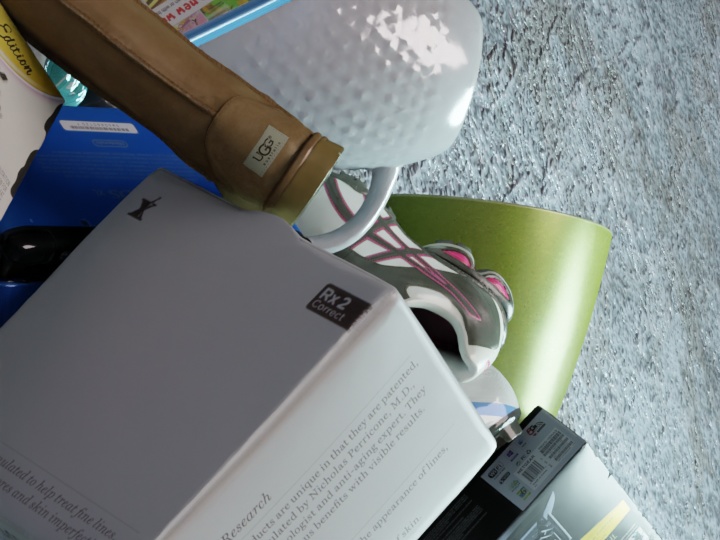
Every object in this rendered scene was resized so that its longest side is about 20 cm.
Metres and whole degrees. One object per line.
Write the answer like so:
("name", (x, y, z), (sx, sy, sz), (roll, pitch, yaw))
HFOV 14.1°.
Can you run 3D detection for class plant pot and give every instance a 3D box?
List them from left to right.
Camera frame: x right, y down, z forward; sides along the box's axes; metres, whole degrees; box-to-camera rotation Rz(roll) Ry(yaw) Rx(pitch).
("plant pot", (0.066, 0.063, 1.956), (0.187, 0.187, 0.200), (22, 73, -64))

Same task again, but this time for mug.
("mug", (-0.029, -0.107, 1.735), (0.148, 0.175, 0.200), (-165, -92, -78))

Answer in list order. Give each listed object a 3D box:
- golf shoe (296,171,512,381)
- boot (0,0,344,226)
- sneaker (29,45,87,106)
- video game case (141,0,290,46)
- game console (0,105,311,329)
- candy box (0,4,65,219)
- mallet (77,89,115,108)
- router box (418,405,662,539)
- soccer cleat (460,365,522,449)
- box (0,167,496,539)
("golf shoe", (0.000, 0.000, 1.785), (0.088, 0.200, 0.077), (-72, -172, -63))
("boot", (-0.103, -0.098, 1.479), (0.200, 0.066, 0.175), (36, -10, -1))
("sneaker", (-0.156, -0.166, 1.665), (0.200, 0.077, 0.080), (-63, 143, -44))
("video game case", (-0.132, -0.214, 1.621), (0.143, 0.018, 0.200), (-30, 80, -41))
("game console", (-0.137, 0.008, 1.557), (0.200, 0.118, 0.171), (1, 42, -41))
("candy box", (-0.228, -0.054, 1.361), (0.136, 0.061, 0.200), (58, 41, -39))
("mallet", (-0.142, -0.132, 1.719), (0.200, 0.041, 0.066), (-86, 156, -46))
("router box", (0.096, 0.208, 1.914), (0.052, 0.200, 0.157), (38, -9, 40))
("soccer cleat", (0.010, 0.115, 1.833), (0.200, 0.070, 0.086), (-33, 84, -26))
("box", (-0.080, 0.083, 1.422), (0.200, 0.199, 0.131), (-47, 132, -15))
